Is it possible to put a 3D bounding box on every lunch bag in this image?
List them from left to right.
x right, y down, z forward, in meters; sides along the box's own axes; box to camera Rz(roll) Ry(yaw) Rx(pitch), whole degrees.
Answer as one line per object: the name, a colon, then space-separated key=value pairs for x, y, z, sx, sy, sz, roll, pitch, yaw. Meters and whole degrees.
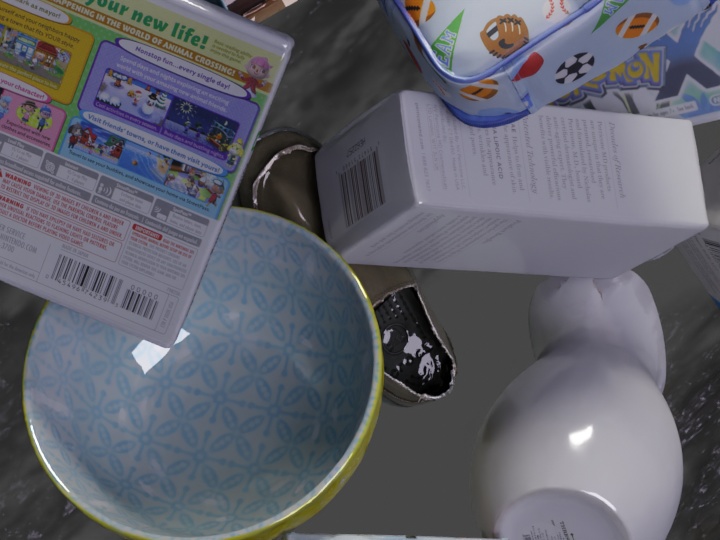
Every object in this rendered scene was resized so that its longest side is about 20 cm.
lunch bag: x=0.102 y=-0.183 z=1.395 sx=0.200 sy=0.160 sz=0.076 roll=-32 pitch=149 yaw=1

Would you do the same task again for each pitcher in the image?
pitcher: x=0.139 y=0.118 z=1.528 sx=0.121 sy=0.200 sz=0.172 roll=-12 pitch=119 yaw=20

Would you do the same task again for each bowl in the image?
bowl: x=-0.078 y=0.074 z=1.447 sx=0.200 sy=0.200 sz=0.108 roll=-46 pitch=157 yaw=-10

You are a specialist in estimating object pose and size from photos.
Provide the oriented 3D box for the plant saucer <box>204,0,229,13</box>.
plant saucer: x=-0.160 y=-0.104 z=1.394 sx=0.200 sy=0.027 sz=0.200 roll=1 pitch=104 yaw=4

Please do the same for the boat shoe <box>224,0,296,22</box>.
boat shoe: x=-0.075 y=-0.167 z=1.436 sx=0.200 sy=0.070 sz=0.070 roll=-38 pitch=114 yaw=-14

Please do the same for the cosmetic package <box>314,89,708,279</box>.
cosmetic package: x=0.087 y=-0.046 z=1.473 sx=0.200 sy=0.102 sz=0.074 roll=2 pitch=71 yaw=-31

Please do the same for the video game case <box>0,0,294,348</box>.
video game case: x=-0.159 y=-0.077 z=1.376 sx=0.200 sy=0.022 sz=0.182 roll=23 pitch=105 yaw=0

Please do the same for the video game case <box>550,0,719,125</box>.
video game case: x=0.142 y=-0.163 z=1.494 sx=0.200 sy=0.022 sz=0.182 roll=-12 pitch=109 yaw=22

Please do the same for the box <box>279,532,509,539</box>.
box: x=-0.015 y=0.206 z=1.473 sx=0.137 sy=0.200 sz=0.040 roll=3 pitch=60 yaw=-25

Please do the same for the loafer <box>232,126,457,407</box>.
loafer: x=0.000 y=0.000 z=1.501 sx=0.075 sy=0.070 sz=0.200 roll=-43 pitch=114 yaw=-12

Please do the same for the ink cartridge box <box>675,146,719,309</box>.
ink cartridge box: x=0.311 y=-0.015 z=1.567 sx=0.145 sy=0.200 sz=0.147 roll=-42 pitch=113 yaw=-12
